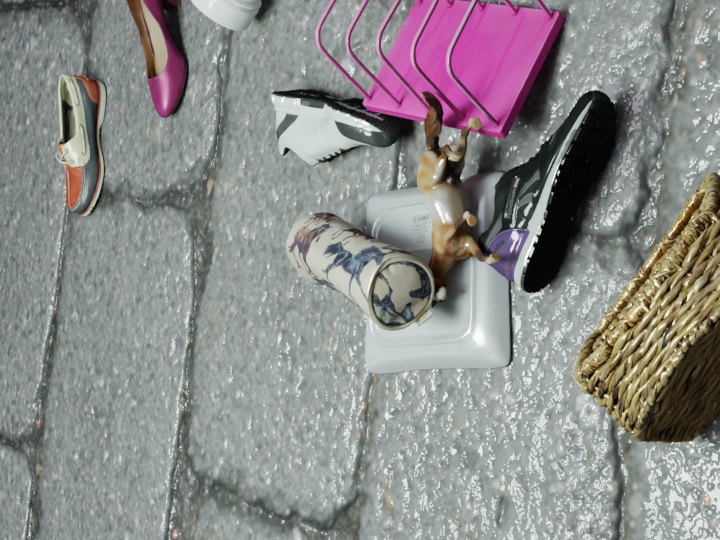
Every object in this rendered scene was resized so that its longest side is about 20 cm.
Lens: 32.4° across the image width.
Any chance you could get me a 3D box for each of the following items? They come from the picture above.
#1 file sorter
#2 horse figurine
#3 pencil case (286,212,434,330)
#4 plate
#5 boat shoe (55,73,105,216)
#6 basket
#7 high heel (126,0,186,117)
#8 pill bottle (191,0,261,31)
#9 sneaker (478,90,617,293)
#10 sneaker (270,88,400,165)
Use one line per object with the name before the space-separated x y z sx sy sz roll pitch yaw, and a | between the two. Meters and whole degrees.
file sorter | 0.073 -0.240 1.251 0.199 0.125 0.140 19 76 44
horse figurine | 0.089 -0.072 1.228 0.132 0.049 0.203 155 107 -71
pencil case | 0.000 0.000 1.293 0.078 0.089 0.199 -54 33 -4
plate | 0.071 0.004 1.311 0.198 0.032 0.203 -7 79 44
boat shoe | -0.410 -0.181 1.787 0.071 0.062 0.204 0 86 42
basket | 0.259 0.026 1.046 0.149 0.142 0.201 51 118 35
high heel | -0.288 -0.308 1.661 0.067 0.095 0.203 -16 73 41
pill bottle | -0.124 -0.398 1.500 0.201 0.113 0.115 -52 53 26
sneaker | 0.170 -0.087 1.192 0.087 0.075 0.202 35 109 37
sneaker | -0.026 -0.157 1.414 0.199 0.073 0.081 19 113 48
